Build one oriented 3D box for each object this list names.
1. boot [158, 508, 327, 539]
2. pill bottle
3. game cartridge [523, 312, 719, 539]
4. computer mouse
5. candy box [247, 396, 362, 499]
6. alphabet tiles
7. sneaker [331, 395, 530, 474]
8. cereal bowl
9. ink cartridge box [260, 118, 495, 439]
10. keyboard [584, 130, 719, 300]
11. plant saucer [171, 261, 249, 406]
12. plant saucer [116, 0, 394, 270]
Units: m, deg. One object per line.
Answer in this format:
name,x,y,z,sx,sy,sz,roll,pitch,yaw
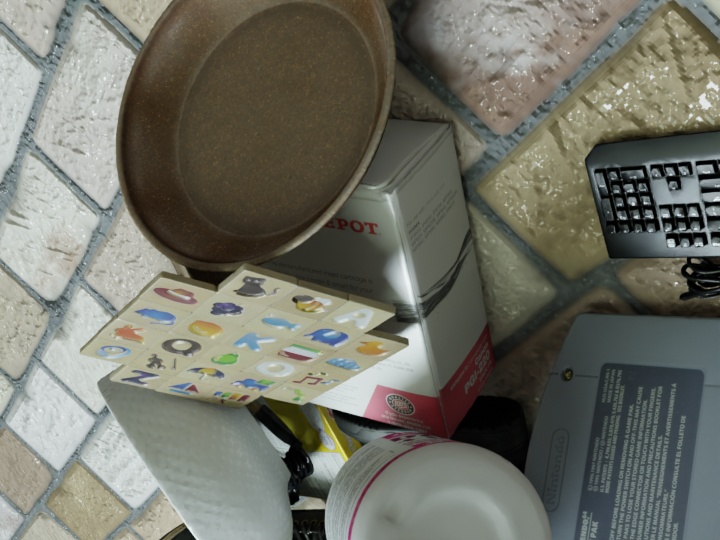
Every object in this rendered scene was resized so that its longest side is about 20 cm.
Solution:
boot,-0.065,0.230,0.901,0.138,0.198,0.078,-27,72,54
pill bottle,0.037,0.160,0.658,0.113,0.113,0.200,44,170,-2
game cartridge,0.161,0.126,0.624,0.132,0.202,0.041,-1,161,43
computer mouse,-0.122,0.128,0.920,0.200,0.046,0.141,48,154,6
candy box,-0.059,0.119,0.912,0.102,0.026,0.201,-2,123,45
alphabet tiles,-0.073,0.047,0.655,0.165,0.006,0.200,17,149,-29
sneaker,0.072,0.147,0.802,0.198,0.060,0.105,0,121,35
cereal bowl,-0.114,0.143,0.811,0.201,0.083,0.200,51,168,15
ink cartridge box,0.000,0.000,0.713,0.144,0.085,0.201,10,133,33
keyboard,0.214,-0.022,0.551,0.199,0.040,0.105,-1,123,41
plant saucer,-0.115,0.004,0.791,0.201,0.036,0.201,60,169,19
plant saucer,-0.059,-0.095,0.624,0.199,0.203,0.037,11,173,33
